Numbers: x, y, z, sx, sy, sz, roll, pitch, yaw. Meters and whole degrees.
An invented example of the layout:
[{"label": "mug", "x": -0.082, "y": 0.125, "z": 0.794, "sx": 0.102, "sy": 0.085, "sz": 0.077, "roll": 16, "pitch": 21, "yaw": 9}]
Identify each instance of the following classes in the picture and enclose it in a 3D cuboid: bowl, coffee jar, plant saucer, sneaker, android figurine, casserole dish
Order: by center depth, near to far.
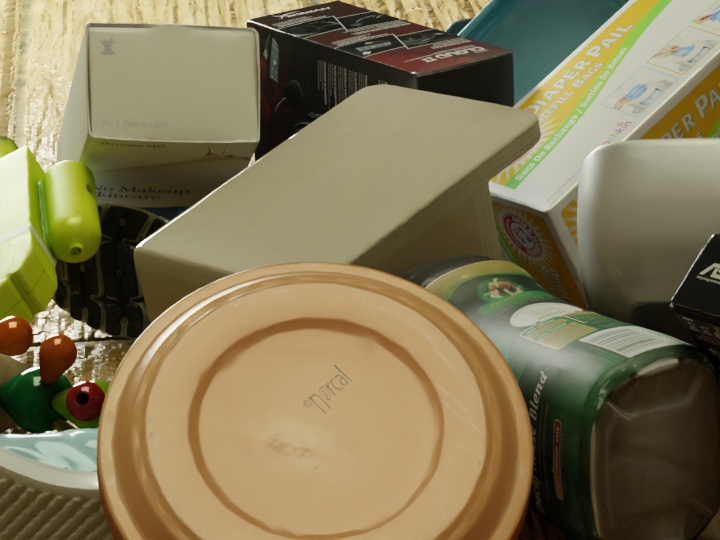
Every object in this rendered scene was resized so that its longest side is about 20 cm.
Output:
[{"label": "plant saucer", "x": -0.020, "y": 0.078, "z": 1.267, "sx": 0.199, "sy": 0.032, "sz": 0.201, "roll": 2, "pitch": 55, "yaw": -3}, {"label": "sneaker", "x": -0.148, "y": 0.107, "z": 1.322, "sx": 0.198, "sy": 0.074, "sz": 0.082, "roll": 12, "pitch": 19, "yaw": 6}, {"label": "coffee jar", "x": 0.087, "y": 0.062, "z": 1.362, "sx": 0.085, "sy": 0.105, "sz": 0.200, "roll": -15, "pitch": 22, "yaw": -27}, {"label": "bowl", "x": 0.205, "y": 0.019, "z": 1.398, "sx": 0.198, "sy": 0.200, "sz": 0.075, "roll": 2, "pitch": 60, "yaw": 14}, {"label": "android figurine", "x": -0.230, "y": -0.001, "z": 1.582, "sx": 0.181, "sy": 0.041, "sz": 0.200, "roll": -26, "pitch": 34, "yaw": 6}, {"label": "sneaker", "x": -0.093, "y": -0.002, "z": 1.642, "sx": 0.198, "sy": 0.079, "sz": 0.089, "roll": 6, "pitch": 9, "yaw": 5}, {"label": "casserole dish", "x": 0.115, "y": -0.119, "z": 1.800, "sx": 0.200, "sy": 0.121, "sz": 0.039, "roll": -46, "pitch": 3, "yaw": -5}]

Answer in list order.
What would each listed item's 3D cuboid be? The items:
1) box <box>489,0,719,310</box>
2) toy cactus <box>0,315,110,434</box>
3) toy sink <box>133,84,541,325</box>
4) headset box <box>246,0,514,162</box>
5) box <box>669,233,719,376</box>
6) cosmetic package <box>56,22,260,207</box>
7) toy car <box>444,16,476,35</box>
[{"label": "box", "x": 0.161, "y": -0.064, "z": 1.594, "sx": 0.200, "sy": 0.113, "sz": 0.101, "roll": -42, "pitch": 34, "yaw": -19}, {"label": "toy cactus", "x": -0.202, "y": 0.071, "z": 1.422, "sx": 0.198, "sy": 0.103, "sz": 0.165, "roll": -8, "pitch": -4, "yaw": 16}, {"label": "toy sink", "x": 0.000, "y": 0.000, "z": 1.502, "sx": 0.130, "sy": 0.113, "sz": 0.200, "roll": 13, "pitch": 38, "yaw": 39}, {"label": "headset box", "x": 0.018, "y": -0.068, "z": 1.681, "sx": 0.077, "sy": 0.150, "sz": 0.200, "roll": -15, "pitch": 23, "yaw": -31}, {"label": "box", "x": 0.255, "y": 0.065, "z": 1.264, "sx": 0.199, "sy": 0.161, "sz": 0.049, "roll": 16, "pitch": 64, "yaw": 44}, {"label": "cosmetic package", "x": -0.124, "y": -0.077, "z": 1.675, "sx": 0.103, "sy": 0.074, "sz": 0.200, "roll": 1, "pitch": -17, "yaw": -10}, {"label": "toy car", "x": 0.154, "y": -0.142, "z": 1.884, "sx": 0.199, "sy": 0.165, "sz": 0.158, "roll": -17, "pitch": 21, "yaw": -12}]
